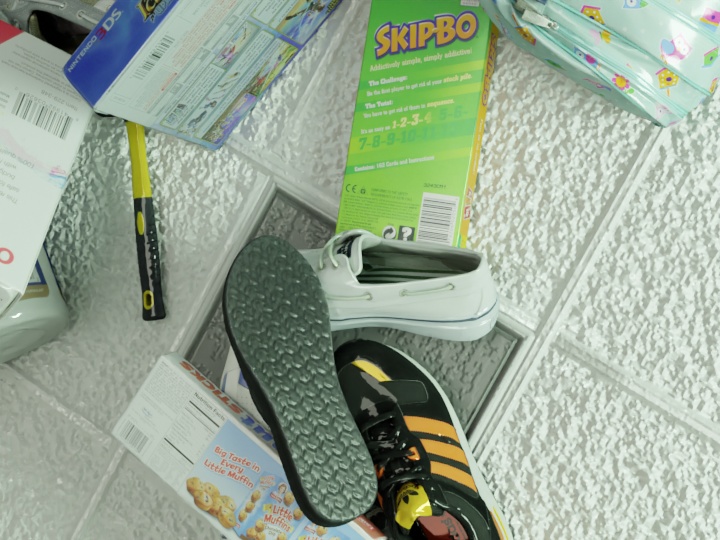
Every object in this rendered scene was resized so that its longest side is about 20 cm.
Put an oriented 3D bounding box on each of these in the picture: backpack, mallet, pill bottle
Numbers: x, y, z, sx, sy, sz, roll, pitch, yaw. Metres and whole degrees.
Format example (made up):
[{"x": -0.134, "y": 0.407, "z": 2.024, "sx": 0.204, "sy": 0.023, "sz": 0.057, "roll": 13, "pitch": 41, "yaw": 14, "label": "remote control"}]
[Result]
[{"x": 0.158, "y": -0.187, "z": 0.983, "sx": 0.199, "sy": 0.167, "sz": 0.127, "roll": 34, "pitch": 109, "yaw": 7, "label": "backpack"}, {"x": -0.160, "y": -0.065, "z": 1.151, "sx": 0.065, "sy": 0.041, "sz": 0.202, "roll": -15, "pitch": 85, "yaw": 23, "label": "mallet"}, {"x": -0.309, "y": -0.033, "z": 1.164, "sx": 0.110, "sy": 0.111, "sz": 0.202, "roll": -27, "pitch": 77, "yaw": 17, "label": "pill bottle"}]

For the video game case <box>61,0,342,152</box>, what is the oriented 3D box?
[{"x": -0.093, "y": -0.185, "z": 1.054, "sx": 0.045, "sy": 0.181, "sz": 0.200, "roll": 45, "pitch": 101, "yaw": 19, "label": "video game case"}]

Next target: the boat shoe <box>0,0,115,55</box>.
[{"x": -0.221, "y": -0.187, "z": 1.147, "sx": 0.200, "sy": 0.075, "sz": 0.065, "roll": 8, "pitch": 61, "yaw": 28, "label": "boat shoe"}]

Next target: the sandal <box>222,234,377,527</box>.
[{"x": -0.049, "y": 0.076, "z": 1.007, "sx": 0.048, "sy": 0.075, "sz": 0.202, "roll": -36, "pitch": 68, "yaw": 57, "label": "sandal"}]

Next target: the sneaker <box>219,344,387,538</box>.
[{"x": -0.037, "y": 0.145, "z": 1.068, "sx": 0.114, "sy": 0.080, "sz": 0.202, "roll": 1, "pitch": 93, "yaw": 18, "label": "sneaker"}]

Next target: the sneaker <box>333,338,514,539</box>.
[{"x": 0.038, "y": 0.136, "z": 1.015, "sx": 0.070, "sy": 0.090, "sz": 0.201, "roll": -32, "pitch": 85, "yaw": 15, "label": "sneaker"}]

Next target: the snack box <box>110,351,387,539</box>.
[{"x": -0.079, "y": 0.146, "z": 1.027, "sx": 0.200, "sy": 0.024, "sz": 0.072, "roll": 39, "pitch": 105, "yaw": 13, "label": "snack box"}]

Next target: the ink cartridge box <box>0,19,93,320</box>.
[{"x": -0.288, "y": -0.081, "z": 1.076, "sx": 0.086, "sy": 0.147, "sz": 0.202, "roll": -37, "pitch": 32, "yaw": 53, "label": "ink cartridge box"}]

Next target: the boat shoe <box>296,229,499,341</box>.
[{"x": 0.000, "y": 0.000, "z": 1.054, "sx": 0.198, "sy": 0.067, "sz": 0.074, "roll": 2, "pitch": 44, "yaw": 12, "label": "boat shoe"}]

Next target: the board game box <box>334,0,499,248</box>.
[{"x": 0.043, "y": -0.115, "z": 1.079, "sx": 0.095, "sy": 0.030, "sz": 0.202, "roll": 9, "pitch": 91, "yaw": 21, "label": "board game box"}]
